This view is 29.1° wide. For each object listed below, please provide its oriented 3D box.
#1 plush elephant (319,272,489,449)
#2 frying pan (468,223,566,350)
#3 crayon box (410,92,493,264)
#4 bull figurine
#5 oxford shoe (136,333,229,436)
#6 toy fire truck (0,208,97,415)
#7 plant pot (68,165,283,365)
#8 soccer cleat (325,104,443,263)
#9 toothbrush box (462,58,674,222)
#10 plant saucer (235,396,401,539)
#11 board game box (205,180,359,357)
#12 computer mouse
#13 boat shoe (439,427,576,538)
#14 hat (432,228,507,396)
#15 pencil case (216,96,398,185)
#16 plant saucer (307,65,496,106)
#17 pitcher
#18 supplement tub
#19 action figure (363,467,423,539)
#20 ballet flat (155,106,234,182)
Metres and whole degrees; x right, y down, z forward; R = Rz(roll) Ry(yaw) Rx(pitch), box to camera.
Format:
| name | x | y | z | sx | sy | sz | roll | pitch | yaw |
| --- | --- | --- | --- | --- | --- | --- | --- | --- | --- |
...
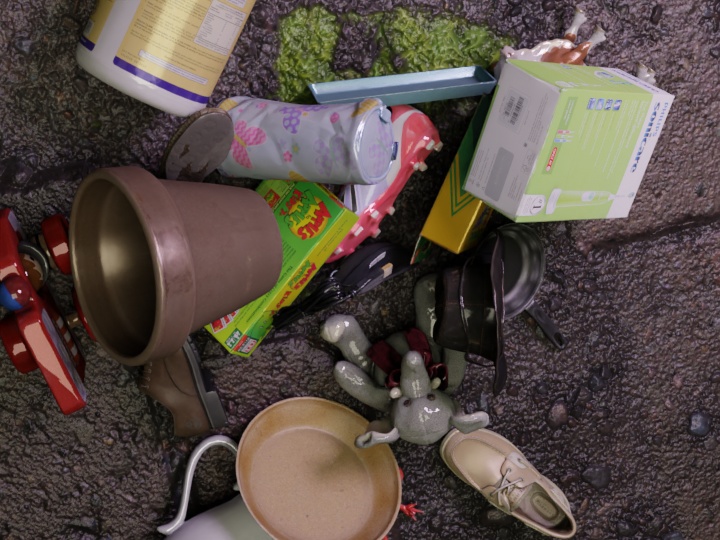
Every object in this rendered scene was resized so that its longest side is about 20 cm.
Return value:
| name | x | y | z | sx | sy | sz | roll | pitch | yaw |
| --- | --- | --- | --- | --- | --- | --- | --- | --- | --- |
| plush elephant | 0.058 | 0.129 | 1.569 | 0.164 | 0.155 | 0.201 | -16 | 108 | -7 |
| frying pan | 0.193 | 0.012 | 1.630 | 0.189 | 0.031 | 0.116 | 24 | 90 | -38 |
| crayon box | 0.125 | -0.093 | 1.535 | 0.051 | 0.127 | 0.201 | 26 | 101 | 10 |
| bull figurine | 0.241 | -0.214 | 1.553 | 0.200 | 0.065 | 0.122 | 33 | 107 | -24 |
| oxford shoe | -0.218 | 0.102 | 1.551 | 0.084 | 0.073 | 0.201 | -20 | 108 | -3 |
| toy fire truck | -0.337 | 0.037 | 1.457 | 0.112 | 0.168 | 0.201 | -23 | 109 | -4 |
| plant pot | -0.178 | -0.017 | 1.418 | 0.174 | 0.200 | 0.202 | -13 | 110 | -34 |
| soccer cleat | 0.009 | -0.097 | 1.554 | 0.076 | 0.067 | 0.200 | 44 | 104 | 17 |
| toothbrush box | 0.219 | -0.134 | 1.455 | 0.199 | 0.086 | 0.146 | -4 | 120 | -43 |
| plant saucer | -0.051 | 0.241 | 1.590 | 0.199 | 0.201 | 0.035 | 13 | 143 | -15 |
| board game box | -0.104 | -0.015 | 1.526 | 0.102 | 0.048 | 0.200 | 41 | 96 | 21 |
| computer mouse | 0.000 | 0.000 | 1.509 | 0.199 | 0.140 | 0.046 | -25 | 90 | -36 |
| boat shoe | 0.182 | 0.258 | 1.680 | 0.200 | 0.065 | 0.072 | 38 | 95 | -19 |
| hat | 0.117 | 0.046 | 1.503 | 0.080 | 0.201 | 0.202 | -2 | 107 | 7 |
| pencil case | -0.063 | -0.138 | 1.457 | 0.199 | 0.083 | 0.091 | 4 | 92 | 28 |
| plant saucer | 0.045 | -0.198 | 1.521 | 0.199 | 0.070 | 0.019 | -7 | 114 | -10 |
| pitcher | -0.175 | 0.308 | 1.606 | 0.200 | 0.121 | 0.172 | -44 | 89 | -8 |
| supplement tub | -0.187 | -0.273 | 1.412 | 0.145 | 0.145 | 0.201 | 25 | 100 | -17 |
| action figure | 0.004 | 0.326 | 1.665 | 0.099 | 0.065 | 0.200 | 34 | 98 | -11 |
| ballet flat | -0.185 | -0.110 | 1.466 | 0.067 | 0.047 | 0.200 | 3 | 144 | -24 |
